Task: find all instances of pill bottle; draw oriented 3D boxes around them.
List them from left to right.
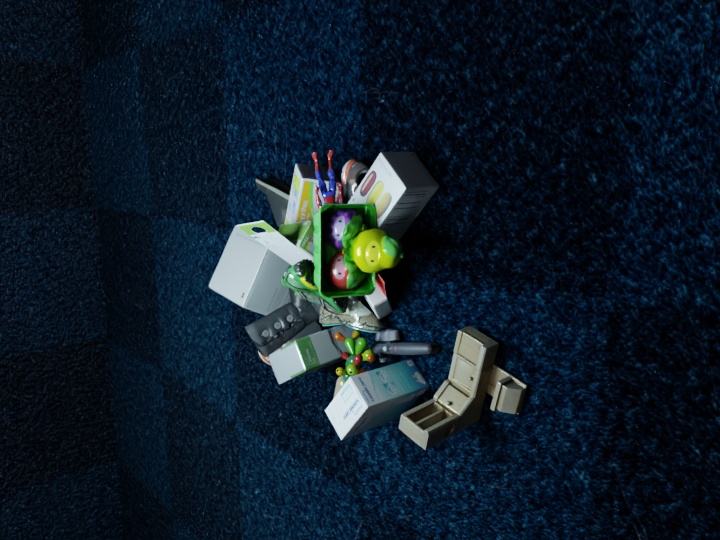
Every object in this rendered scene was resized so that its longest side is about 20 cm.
[{"bbox_3d":[-0.201,0.203,1.768,0.200,0.114,0.115,-24,79,49],"label":"pill bottle"}]

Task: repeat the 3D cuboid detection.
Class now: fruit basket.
[{"bbox_3d":[-0.012,-0.042,1.321,0.215,0.155,0.217,12,104,62],"label":"fruit basket"}]

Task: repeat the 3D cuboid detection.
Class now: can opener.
[{"bbox_3d":[0.096,0.180,1.455,0.200,0.063,0.079,-1,96,50],"label":"can opener"}]

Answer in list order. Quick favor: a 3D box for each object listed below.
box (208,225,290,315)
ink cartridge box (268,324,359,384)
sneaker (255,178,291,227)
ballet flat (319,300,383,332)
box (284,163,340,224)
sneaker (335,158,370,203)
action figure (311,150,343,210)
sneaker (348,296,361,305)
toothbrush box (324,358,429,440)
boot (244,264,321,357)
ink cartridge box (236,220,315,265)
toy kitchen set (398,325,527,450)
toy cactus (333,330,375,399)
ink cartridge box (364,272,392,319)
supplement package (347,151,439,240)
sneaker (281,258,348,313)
[{"bbox_3d":[-0.278,0.008,1.732,0.199,0.171,0.201,22,89,45],"label":"box"},{"bbox_3d":[-0.113,0.211,1.603,0.146,0.200,0.085,-33,75,48],"label":"ink cartridge box"},{"bbox_3d":[-0.244,-0.193,1.770,0.200,0.075,0.107,33,118,40],"label":"sneaker"},{"bbox_3d":[-0.030,0.108,1.543,0.200,0.068,0.076,4,102,41],"label":"ballet flat"},{"bbox_3d":[-0.129,-0.158,1.598,0.113,0.101,0.201,-116,36,-57],"label":"box"},{"bbox_3d":[-0.012,-0.168,1.510,0.082,0.077,0.201,24,115,38],"label":"sneaker"},{"bbox_3d":[-0.077,-0.189,1.479,0.052,0.065,0.201,129,133,-74],"label":"action figure"},{"bbox_3d":[-0.081,0.054,1.621,0.200,0.088,0.074,34,120,39],"label":"sneaker"},{"bbox_3d":[0.039,0.298,1.440,0.085,0.200,0.147,55,134,26],"label":"toothbrush box"},{"bbox_3d":[-0.215,0.105,1.612,0.165,0.200,0.066,57,172,-1],"label":"boot"},{"bbox_3d":[-0.170,-0.084,1.468,0.148,0.200,0.076,0,58,54],"label":"ink cartridge box"},{"bbox_3d":[0.210,0.254,1.245,0.163,0.180,0.201,31,124,41],"label":"toy kitchen set"},{"bbox_3d":[-0.030,0.235,1.474,0.200,0.102,0.166,-126,56,-77],"label":"toy cactus"},{"bbox_3d":[0.000,0.000,1.473,0.200,0.045,0.176,57,175,26],"label":"ink cartridge box"},{"bbox_3d":[0.063,-0.158,1.393,0.114,0.109,0.200,57,134,24],"label":"supplement package"},{"bbox_3d":[-0.102,0.042,1.462,0.085,0.200,0.078,-22,45,34],"label":"sneaker"}]
